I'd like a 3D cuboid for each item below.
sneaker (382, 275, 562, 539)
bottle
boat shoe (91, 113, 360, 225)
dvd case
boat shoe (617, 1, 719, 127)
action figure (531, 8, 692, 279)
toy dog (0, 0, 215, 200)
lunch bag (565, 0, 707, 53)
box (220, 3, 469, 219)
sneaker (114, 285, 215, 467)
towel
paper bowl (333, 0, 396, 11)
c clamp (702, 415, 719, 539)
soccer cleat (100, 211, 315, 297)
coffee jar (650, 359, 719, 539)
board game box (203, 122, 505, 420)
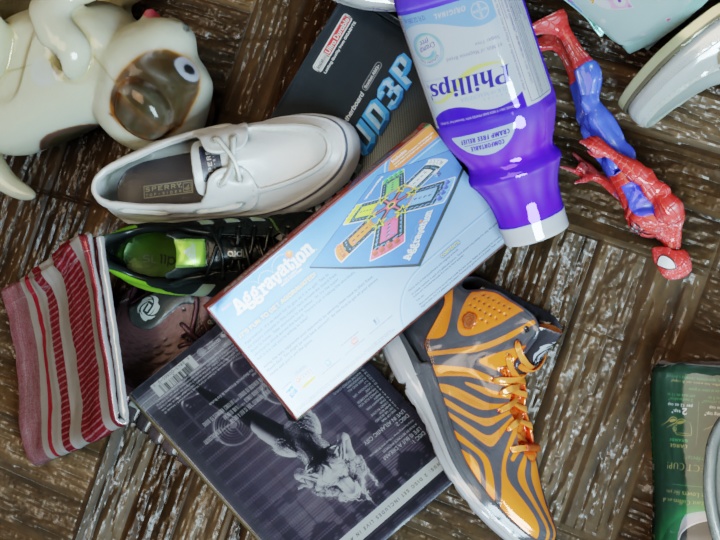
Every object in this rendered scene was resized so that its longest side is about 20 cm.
[{"bbox_3d":[0.102,0.090,1.286,0.112,0.078,0.200,-36,73,15],"label":"sneaker"},{"bbox_3d":[0.089,-0.116,1.261,0.084,0.065,0.200,-11,105,30],"label":"bottle"},{"bbox_3d":[-0.099,-0.069,1.339,0.200,0.065,0.074,-16,78,21],"label":"boat shoe"},{"bbox_3d":[-0.044,0.116,1.330,0.149,0.016,0.200,-39,74,-18],"label":"dvd case"},{"bbox_3d":[0.264,-0.154,1.249,0.200,0.075,0.068,-39,83,24],"label":"boat shoe"},{"bbox_3d":[0.171,-0.081,1.281,0.052,0.065,0.200,-30,78,-10],"label":"action figure"},{"bbox_3d":[-0.209,-0.146,1.402,0.200,0.140,0.194,8,88,20],"label":"toy dog"},{"bbox_3d":[0.186,-0.265,1.240,0.170,0.122,0.200,36,104,-18],"label":"lunch bag"},{"bbox_3d":[0.007,-0.080,1.357,0.159,0.046,0.200,35,98,21],"label":"box"},{"bbox_3d":[-0.118,0.075,1.377,0.200,0.076,0.116,33,94,22],"label":"sneaker"},{"bbox_3d":[-0.221,0.061,1.378,0.200,0.023,0.144,-26,72,60],"label":"towel"},{"bbox_3d":[0.019,-0.284,1.320,0.201,0.104,0.201,-1,95,-7],"label":"paper bowl"},{"bbox_3d":[0.299,0.168,1.174,0.200,0.027,0.171,17,81,-17],"label":"c clamp"},{"bbox_3d":[-0.091,-0.008,1.321,0.200,0.081,0.068,-1,86,21],"label":"soccer cleat"},{"bbox_3d":[0.237,0.161,1.222,0.104,0.085,0.200,4,85,14],"label":"coffee jar"},{"bbox_3d":[0.000,0.000,1.284,0.200,0.019,0.103,-40,106,-8],"label":"board game box"}]
